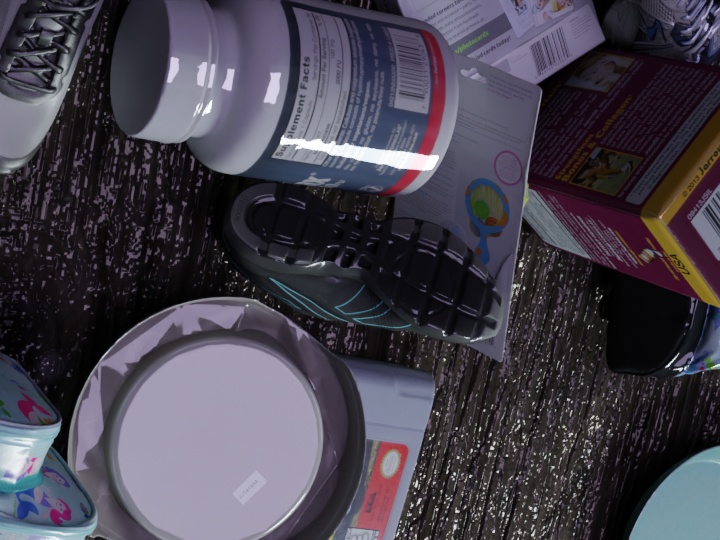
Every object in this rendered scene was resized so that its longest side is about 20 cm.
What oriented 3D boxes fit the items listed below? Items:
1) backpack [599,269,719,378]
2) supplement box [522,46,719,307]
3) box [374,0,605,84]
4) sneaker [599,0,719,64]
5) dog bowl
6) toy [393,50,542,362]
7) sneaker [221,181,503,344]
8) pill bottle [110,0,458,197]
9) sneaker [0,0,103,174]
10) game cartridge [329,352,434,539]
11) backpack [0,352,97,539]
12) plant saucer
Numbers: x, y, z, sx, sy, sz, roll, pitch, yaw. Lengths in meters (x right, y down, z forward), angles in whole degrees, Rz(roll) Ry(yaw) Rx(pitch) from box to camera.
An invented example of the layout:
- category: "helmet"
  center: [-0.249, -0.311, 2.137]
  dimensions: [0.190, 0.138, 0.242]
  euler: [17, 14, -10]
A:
- category: "backpack"
  center: [0.309, 0.010, 1.167]
  dimensions: [0.199, 0.153, 0.165]
  euler: [3, 96, -45]
- category: "supplement box"
  center: [0.204, -0.073, 1.028]
  dimensions: [0.131, 0.200, 0.103]
  euler: [-50, 123, -10]
- category: "box"
  center: [0.079, -0.217, 1.006]
  dimensions: [0.155, 0.041, 0.201]
  euler: [-34, 120, -20]
- category: "sneaker"
  center: [0.228, -0.191, 1.009]
  dimensions: [0.085, 0.200, 0.077]
  euler: [41, 87, 8]
- category: "dog bowl"
  center: [-0.098, 0.111, 0.955]
  dimensions: [0.199, 0.059, 0.202]
  euler: [-3, 101, -17]
- category: "toy"
  center: [0.077, -0.051, 0.991]
  dimensions: [0.047, 0.115, 0.201]
  euler: [-17, 125, -43]
- category: "sneaker"
  center: [0.000, 0.000, 0.962]
  dimensions: [0.199, 0.079, 0.076]
  euler: [23, 63, -8]
- category: "pill bottle"
  center: [-0.049, -0.116, 0.908]
  dimensions: [0.199, 0.119, 0.121]
  euler: [6, 100, -32]
- category: "sneaker"
  center: [-0.188, -0.153, 0.836]
  dimensions: [0.074, 0.079, 0.201]
  euler: [14, 97, -36]
- category: "game cartridge"
  center: [-0.028, 0.160, 1.051]
  dimensions: [0.132, 0.041, 0.201]
  euler: [12, 97, -30]
- category: "backpack"
  center: [-0.250, 0.117, 0.817]
  dimensions: [0.199, 0.177, 0.151]
  euler: [30, 93, -38]
- category: "plant saucer"
  center: [0.296, 0.243, 1.275]
  dimensions: [0.199, 0.036, 0.202]
  euler: [-10, 109, -29]
